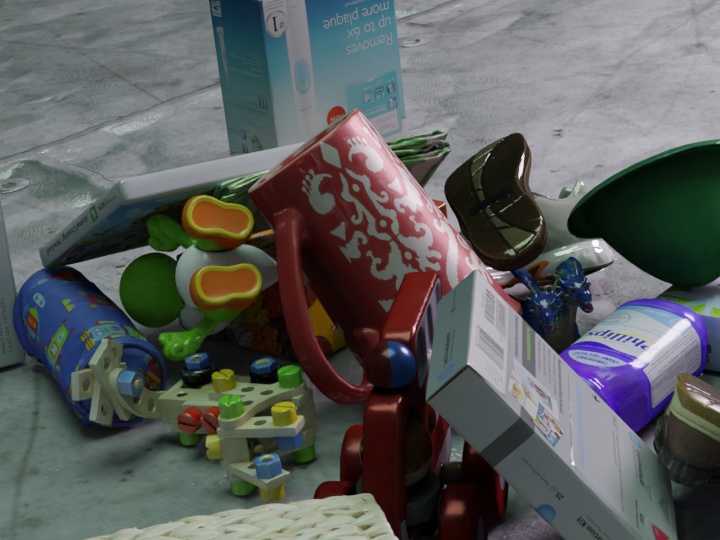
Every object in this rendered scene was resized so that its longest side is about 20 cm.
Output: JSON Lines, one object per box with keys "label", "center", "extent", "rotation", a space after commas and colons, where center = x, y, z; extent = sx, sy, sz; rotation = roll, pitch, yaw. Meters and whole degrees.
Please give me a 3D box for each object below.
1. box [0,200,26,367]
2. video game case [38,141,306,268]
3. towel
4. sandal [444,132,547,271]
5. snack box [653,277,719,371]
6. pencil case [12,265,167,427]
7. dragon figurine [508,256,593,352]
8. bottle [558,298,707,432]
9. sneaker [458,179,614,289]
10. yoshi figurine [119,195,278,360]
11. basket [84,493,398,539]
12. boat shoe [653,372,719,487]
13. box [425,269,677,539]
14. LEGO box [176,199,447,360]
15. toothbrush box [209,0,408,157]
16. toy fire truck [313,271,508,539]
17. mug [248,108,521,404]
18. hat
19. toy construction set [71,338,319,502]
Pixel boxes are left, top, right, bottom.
{"label": "box", "center": [-0.390, -0.026, 1.790], "extent": [0.130, 0.202, 0.199], "rotation": [-15, 23, -21]}
{"label": "video game case", "center": [-0.148, -0.055, 1.717], "extent": [0.199, 0.022, 0.182], "rotation": [-14, -10, -33]}
{"label": "towel", "center": [-0.033, -0.063, 1.706], "extent": [0.198, 0.024, 0.153], "rotation": [-14, -13, -16]}
{"label": "sandal", "center": [0.120, -0.048, 1.693], "extent": [0.081, 0.055, 0.200], "rotation": [-28, 29, 6]}
{"label": "snack box", "center": [0.343, 0.037, 1.610], "extent": [0.199, 0.053, 0.142], "rotation": [9, 28, 37]}
{"label": "pencil case", "center": [-0.227, 0.064, 1.684], "extent": [0.078, 0.087, 0.200], "rotation": [26, 5, -31]}
{"label": "dragon figurine", "center": [0.149, 0.022, 1.645], "extent": [0.058, 0.100, 0.200], "rotation": [-8, 22, -3]}
{"label": "bottle", "center": [0.183, 0.085, 1.523], "extent": [0.083, 0.066, 0.200], "rotation": [11, 28, 34]}
{"label": "sneaker", "center": [0.115, -0.028, 1.765], "extent": [0.198, 0.093, 0.076], "rotation": [-9, -8, -16]}
{"label": "yoshi figurine", "center": [-0.142, 0.009, 1.641], "extent": [0.112, 0.112, 0.200], "rotation": [-47, 0, -20]}
{"label": "basket", "center": [-0.066, 0.215, 1.183], "extent": [0.198, 0.137, 0.123], "rotation": [-9, 20, -6]}
{"label": "boat shoe", "center": [0.230, 0.112, 1.398], "extent": [0.073, 0.065, 0.200], "rotation": [32, 5, 17]}
{"label": "box", "center": [0.126, 0.107, 1.332], "extent": [0.041, 0.200, 0.156], "rotation": [-42, 13, 19]}
{"label": "LEGO box", "center": [-0.037, -0.003, 1.791], "extent": [0.148, 0.078, 0.199], "rotation": [11, 28, 37]}
{"label": "toothbrush box", "center": [-0.043, -0.165, 1.820], "extent": [0.146, 0.202, 0.085], "rotation": [-20, 26, -33]}
{"label": "toy fire truck", "center": [0.029, 0.110, 1.369], "extent": [0.111, 0.170, 0.200], "rotation": [-1, 22, 14]}
{"label": "mug", "center": [0.009, -0.007, 1.563], "extent": [0.133, 0.201, 0.178], "rotation": [-33, 7, 21]}
{"label": "hat", "center": [0.270, 0.007, 1.621], "extent": [0.164, 0.178, 0.200], "rotation": [-15, -17, -11]}
{"label": "toy construction set", "center": [-0.115, 0.108, 1.539], "extent": [0.198, 0.093, 0.131], "rotation": [16, 30, 23]}
